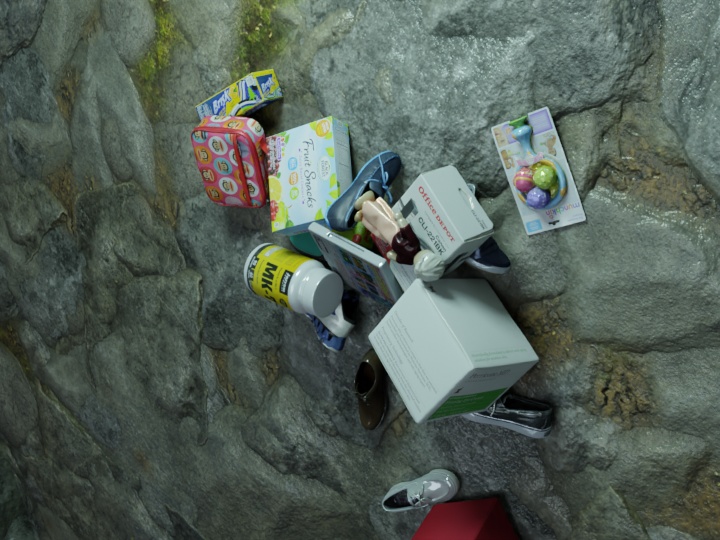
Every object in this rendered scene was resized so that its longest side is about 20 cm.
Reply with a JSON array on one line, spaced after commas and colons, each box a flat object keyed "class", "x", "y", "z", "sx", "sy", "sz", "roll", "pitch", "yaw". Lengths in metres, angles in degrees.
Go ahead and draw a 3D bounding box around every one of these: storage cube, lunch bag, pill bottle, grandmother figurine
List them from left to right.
[{"class": "lunch bag", "x": -0.260, "y": -0.232, "z": 1.674, "sx": 0.174, "sy": 0.082, "sz": 0.201, "roll": 7, "pitch": 132, "yaw": 19}, {"class": "pill bottle", "x": -0.138, "y": 0.022, "z": 1.616, "sx": 0.199, "sy": 0.114, "sz": 0.115, "roll": 20, "pitch": 118, "yaw": 37}, {"class": "grandmother figurine", "x": 0.069, "y": -0.056, "z": 1.345, "sx": 0.200, "sy": 0.060, "sz": 0.122, "roll": 45, "pitch": 164, "yaw": 26}, {"class": "storage cube", "x": 0.209, "y": 0.586, "z": 1.561, "sx": 0.199, "sy": 0.180, "sz": 0.172, "roll": -22, "pitch": 102, "yaw": 41}]

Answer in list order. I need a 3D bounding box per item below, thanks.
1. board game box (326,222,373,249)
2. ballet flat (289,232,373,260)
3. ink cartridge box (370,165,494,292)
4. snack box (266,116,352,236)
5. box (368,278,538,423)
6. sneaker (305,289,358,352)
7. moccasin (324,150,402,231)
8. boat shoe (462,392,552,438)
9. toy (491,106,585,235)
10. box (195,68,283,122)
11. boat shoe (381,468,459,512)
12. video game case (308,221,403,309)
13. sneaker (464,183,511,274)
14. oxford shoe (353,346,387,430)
[{"class": "board game box", "x": -0.054, "y": -0.118, "z": 1.583, "sx": 0.199, "sy": 0.047, "sz": 0.103, "roll": 17, "pitch": 88, "yaw": 32}, {"class": "ballet flat", "x": -0.057, "y": -0.042, "z": 1.628, "sx": 0.198, "sy": 0.073, "sz": 0.074, "roll": 9, "pitch": 112, "yaw": 29}, {"class": "ink cartridge box", "x": 0.124, "y": -0.068, "z": 1.383, "sx": 0.145, "sy": 0.083, "sz": 0.200, "roll": 59, "pitch": 141, "yaw": 14}, {"class": "snack box", "x": -0.101, "y": -0.185, "z": 1.551, "sx": 0.167, "sy": 0.067, "sz": 0.202, "roll": -11, "pitch": 78, "yaw": 31}, {"class": "box", "x": 0.166, "y": 0.138, "z": 1.397, "sx": 0.172, "sy": 0.198, "sz": 0.201, "roll": -52, "pitch": 54, "yaw": 33}, {"class": "sneaker", "x": -0.065, "y": 0.068, "z": 1.675, "sx": 0.115, "sy": 0.080, "sz": 0.200, "roll": -48, "pitch": 58, "yaw": 14}, {"class": "moccasin", "x": 0.020, "y": -0.140, "z": 1.461, "sx": 0.068, "sy": 0.200, "sz": 0.081, "roll": 22, "pitch": 157, "yaw": 44}, {"class": "boat shoe", "x": 0.267, "y": 0.256, "z": 1.479, "sx": 0.198, "sy": 0.073, "sz": 0.069, "roll": 16, "pitch": 120, "yaw": 32}, {"class": "toy", "x": 0.294, "y": -0.162, "z": 1.323, "sx": 0.115, "sy": 0.047, "sz": 0.202, "roll": -14, "pitch": 97, "yaw": 42}, {"class": "box", "x": -0.261, "y": -0.362, "z": 1.666, "sx": 0.199, "sy": 0.070, "sz": 0.065, "roll": -16, "pitch": 98, "yaw": 40}, {"class": "boat shoe", "x": 0.125, "y": 0.481, "z": 1.676, "sx": 0.199, "sy": 0.068, "sz": 0.073, "roll": -21, "pitch": 93, "yaw": 41}, {"class": "video game case", "x": 0.000, "y": 0.000, "z": 1.503, "sx": 0.181, "sy": 0.024, "sz": 0.200, "roll": 28, "pitch": 162, "yaw": 30}, {"class": "sneaker", "x": 0.202, "y": -0.084, "z": 1.409, "sx": 0.200, "sy": 0.070, "sz": 0.109, "roll": 38, "pitch": 128, "yaw": 24}, {"class": "oxford shoe", "x": 0.013, "y": 0.263, "z": 1.674, "sx": 0.072, "sy": 0.084, "sz": 0.202, "roll": 16, "pitch": 117, "yaw": 31}]
